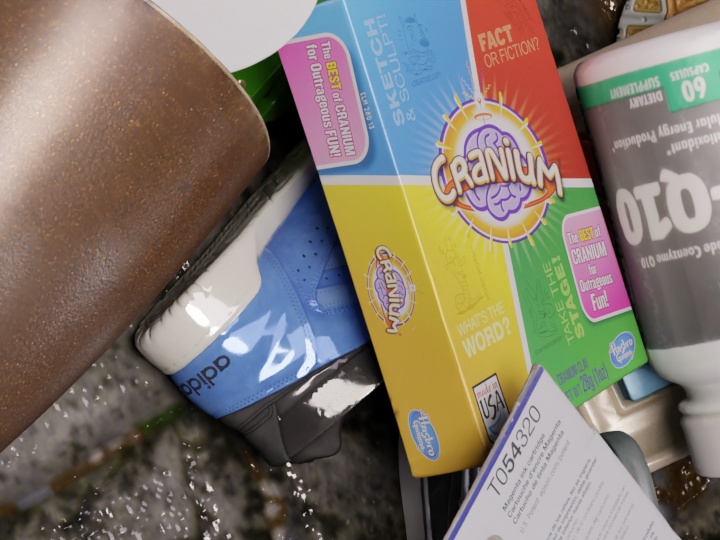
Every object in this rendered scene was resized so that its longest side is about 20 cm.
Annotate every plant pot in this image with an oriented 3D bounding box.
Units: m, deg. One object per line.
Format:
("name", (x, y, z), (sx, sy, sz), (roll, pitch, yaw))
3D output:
("plant pot", (-0.163, -0.008, 0.828), (0.187, 0.187, 0.200), (36, 73, -22))

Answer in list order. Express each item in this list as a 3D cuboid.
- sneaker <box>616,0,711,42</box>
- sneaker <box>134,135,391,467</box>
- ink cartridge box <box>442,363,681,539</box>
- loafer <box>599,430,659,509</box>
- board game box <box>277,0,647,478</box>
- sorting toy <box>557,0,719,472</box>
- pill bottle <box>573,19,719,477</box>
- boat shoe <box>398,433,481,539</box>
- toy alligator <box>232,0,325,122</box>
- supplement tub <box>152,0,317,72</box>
("sneaker", (0.194, -0.070, 1.172), (0.088, 0.076, 0.200), (-10, 88, -49))
("sneaker", (-0.001, 0.000, 0.989), (0.111, 0.077, 0.200), (45, 58, -9))
("ink cartridge box", (0.069, 0.174, 0.908), (0.200, 0.043, 0.197), (50, 57, -31))
("loafer", (0.116, 0.176, 1.039), (0.063, 0.072, 0.200), (-6, 72, -19))
("board game box", (0.047, -0.030, 0.961), (0.153, 0.040, 0.200), (-26, 99, -54))
("sorting toy", (0.167, -0.022, 1.095), (0.185, 0.036, 0.200), (-24, 89, -6))
("pill bottle", (0.175, -0.014, 1.024), (0.113, 0.113, 0.200), (-17, 92, -39))
("boat shoe", (0.067, 0.147, 1.001), (0.072, 0.068, 0.200), (4, 73, -36))
("toy alligator", (-0.035, -0.095, 1.011), (0.059, 0.054, 0.200), (36, 77, 12))
("supplement tub", (-0.068, -0.188, 0.900), (0.145, 0.145, 0.200), (32, 40, -25))
